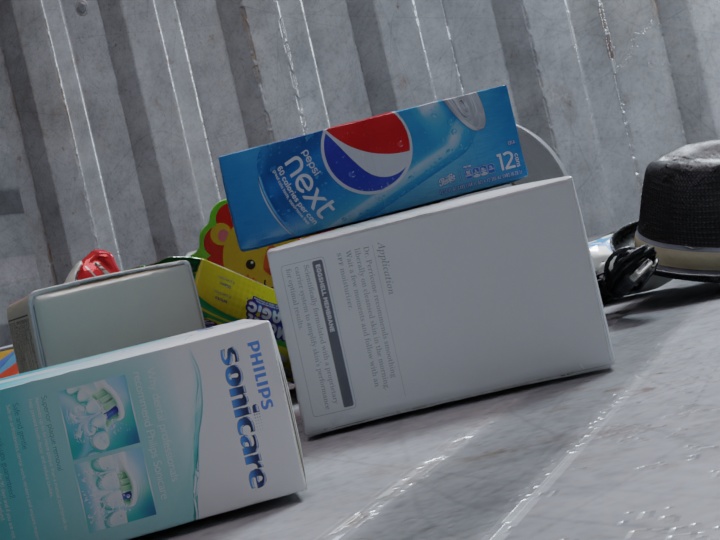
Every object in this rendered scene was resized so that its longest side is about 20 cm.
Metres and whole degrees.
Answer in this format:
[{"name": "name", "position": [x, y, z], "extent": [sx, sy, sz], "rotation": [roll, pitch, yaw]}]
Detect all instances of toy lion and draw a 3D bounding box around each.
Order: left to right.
[{"name": "toy lion", "position": [-0.107, 0.014, 1.126], "extent": [0.196, 0.195, 0.069], "rotation": [-14, 1, -1]}]

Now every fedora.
[{"name": "fedora", "position": [0.310, -0.058, 0.988], "extent": [0.197, 0.093, 0.201], "rotation": [-8, 17, 2]}]

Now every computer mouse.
[{"name": "computer mouse", "position": [0.137, 0.030, 0.941], "extent": [0.196, 0.054, 0.139], "rotation": [-8, -13, -8]}]

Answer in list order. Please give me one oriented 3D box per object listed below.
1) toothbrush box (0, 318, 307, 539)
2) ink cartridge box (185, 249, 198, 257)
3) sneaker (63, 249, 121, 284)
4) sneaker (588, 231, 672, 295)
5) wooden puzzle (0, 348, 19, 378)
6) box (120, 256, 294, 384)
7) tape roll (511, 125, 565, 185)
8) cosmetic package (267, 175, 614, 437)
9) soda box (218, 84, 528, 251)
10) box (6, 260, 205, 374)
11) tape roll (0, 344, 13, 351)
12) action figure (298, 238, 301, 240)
[{"name": "toothbrush box", "position": [-0.137, 0.087, 0.591], "extent": [0.196, 0.087, 0.146], "rotation": [-15, 0, -12]}, {"name": "ink cartridge box", "position": [-0.071, 0.030, 1.205], "extent": [0.196, 0.148, 0.083], "rotation": [-14, 3, -4]}, {"name": "sneaker", "position": [-0.166, 0.047, 1.022], "extent": [0.198, 0.086, 0.077], "rotation": [33, -21, -23]}, {"name": "sneaker", "position": [0.208, 0.009, 1.106], "extent": [0.196, 0.073, 0.073], "rotation": [-8, 34, 17]}, {"name": "wooden puzzle", "position": [-0.323, 0.118, 0.955], "extent": [0.183, 0.038, 0.200], "rotation": [-14, 27, 41]}, {"name": "box", "position": [-0.099, 0.042, 0.959], "extent": [0.198, 0.049, 0.117], "rotation": [26, -20, -28]}, {"name": "tape roll", "position": [0.124, -0.056, 1.206], "extent": [0.197, 0.204, 0.066], "rotation": [-13, 1, 16]}, {"name": "cosmetic package", "position": [0.056, 0.018, 0.797], "extent": [0.196, 0.125, 0.199], "rotation": [-12, 1, 5]}, {"name": "soda box", "position": [0.007, -0.067, 0.781], "extent": [0.196, 0.065, 0.068], "rotation": [-15, 1, -5]}, {"name": "box", "position": [-0.177, 0.071, 0.815], "extent": [0.107, 0.130, 0.199], "rotation": [-13, 1, -22]}, {"name": "tape roll", "position": [-0.332, 0.102, 1.287], "extent": [0.197, 0.067, 0.200], "rotation": [-14, 0, 0]}, {"name": "action figure", "position": [0.000, 0.000, 1.038], "extent": [0.198, 0.100, 0.065], "rotation": [-22, 11, 29]}]
